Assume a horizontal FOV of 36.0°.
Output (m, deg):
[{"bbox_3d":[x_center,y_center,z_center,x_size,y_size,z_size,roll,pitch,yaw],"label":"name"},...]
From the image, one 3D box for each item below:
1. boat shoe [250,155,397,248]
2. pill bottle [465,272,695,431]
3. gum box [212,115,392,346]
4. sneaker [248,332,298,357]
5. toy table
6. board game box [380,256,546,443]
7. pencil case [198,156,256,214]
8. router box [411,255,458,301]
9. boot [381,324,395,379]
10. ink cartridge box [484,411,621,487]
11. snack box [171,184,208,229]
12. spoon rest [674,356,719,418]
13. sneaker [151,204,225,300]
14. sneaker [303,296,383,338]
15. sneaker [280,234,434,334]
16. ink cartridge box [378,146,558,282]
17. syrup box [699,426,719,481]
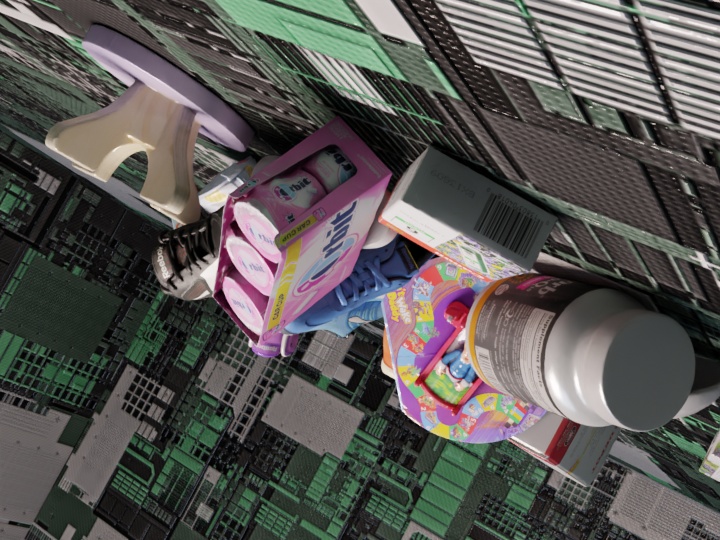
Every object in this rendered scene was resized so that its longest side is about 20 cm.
[{"bbox_3d":[-0.024,-0.062,1.049,0.065,0.072,0.199,14,-179,-45],"label":"boat shoe"},{"bbox_3d":[0.184,0.068,0.951,0.116,0.117,0.200,31,173,-25],"label":"pill bottle"},{"bbox_3d":[-0.052,-0.029,0.901,0.066,0.113,0.200,47,155,12],"label":"gum box"},{"bbox_3d":[-0.076,0.028,1.119,0.072,0.115,0.201,16,162,7],"label":"sneaker"},{"bbox_3d":[-0.204,-0.130,1.063,0.199,0.118,0.183,31,173,-34],"label":"toy table"},{"bbox_3d":[0.099,0.086,1.101,0.157,0.201,0.039,-6,-166,21],"label":"board game box"},{"bbox_3d":[-0.103,-0.031,1.265,0.201,0.083,0.091,55,174,-12],"label":"pencil case"},{"bbox_3d":[0.035,-0.017,1.216,0.199,0.052,0.157,27,174,19],"label":"router box"},{"bbox_3d":[0.121,0.093,1.307,0.198,0.108,0.075,9,-148,-6],"label":"boot"},{"bbox_3d":[0.229,0.144,1.219,0.083,0.146,0.200,26,173,29],"label":"ink cartridge box"},{"bbox_3d":[-0.155,-0.015,1.319,0.200,0.037,0.117,43,-156,-55],"label":"snack box"},{"bbox_3d":[0.247,0.096,1.022,0.099,0.061,0.200,-18,-171,-33],"label":"spoon rest"},{"bbox_3d":[-0.145,-0.016,1.056,0.097,0.071,0.200,-6,166,-22],"label":"sneaker"},{"bbox_3d":[-0.010,0.040,1.429,0.199,0.090,0.079,-3,-138,-31],"label":"sneaker"},{"bbox_3d":[0.000,0.000,1.041,0.078,0.200,0.066,-2,111,46],"label":"sneaker"},{"bbox_3d":[0.074,-0.037,0.883,0.109,0.051,0.200,29,173,-4],"label":"ink cartridge box"},{"bbox_3d":[0.382,0.169,1.060,0.081,0.079,0.200,26,174,20],"label":"syrup box"}]
